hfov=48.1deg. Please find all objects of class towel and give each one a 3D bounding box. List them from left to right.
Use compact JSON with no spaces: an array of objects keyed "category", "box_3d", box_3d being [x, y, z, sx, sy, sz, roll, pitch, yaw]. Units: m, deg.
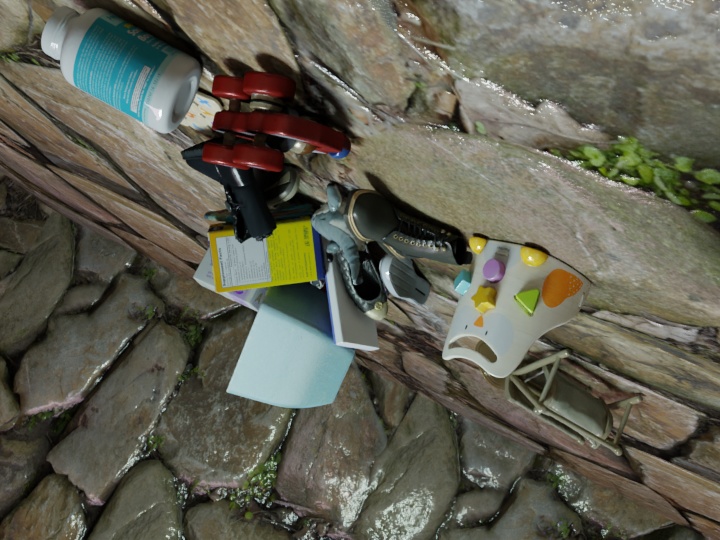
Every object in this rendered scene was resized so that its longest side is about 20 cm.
[{"category":"towel","box_3d":[-0.194,-0.110,1.505,0.145,0.022,0.199,-12,-168,-30]}]

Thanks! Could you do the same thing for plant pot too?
[{"category":"plant pot","box_3d":[-0.114,0.145,1.527,0.197,0.198,0.197,24,-160,-5]}]

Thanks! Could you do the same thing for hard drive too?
[{"category":"hard drive","box_3d":[-0.020,0.041,1.487,0.025,0.204,0.131,-17,162,27]}]

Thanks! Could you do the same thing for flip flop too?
[{"category":"flip flop","box_3d":[-0.151,-0.139,1.387,0.057,0.083,0.199,18,170,-34]}]

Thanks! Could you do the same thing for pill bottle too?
[{"category":"pill bottle","box_3d":[-0.324,-0.278,1.087,0.198,0.112,0.111,28,168,-1]}]

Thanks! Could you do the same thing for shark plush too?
[{"category":"shark plush","box_3d":[-0.023,-0.043,1.285,0.091,0.083,0.201,32,-156,-50]}]

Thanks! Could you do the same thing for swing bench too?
[{"category":"swing bench","box_3d":[0.410,0.255,1.605,0.197,0.131,0.200,30,168,-13]}]

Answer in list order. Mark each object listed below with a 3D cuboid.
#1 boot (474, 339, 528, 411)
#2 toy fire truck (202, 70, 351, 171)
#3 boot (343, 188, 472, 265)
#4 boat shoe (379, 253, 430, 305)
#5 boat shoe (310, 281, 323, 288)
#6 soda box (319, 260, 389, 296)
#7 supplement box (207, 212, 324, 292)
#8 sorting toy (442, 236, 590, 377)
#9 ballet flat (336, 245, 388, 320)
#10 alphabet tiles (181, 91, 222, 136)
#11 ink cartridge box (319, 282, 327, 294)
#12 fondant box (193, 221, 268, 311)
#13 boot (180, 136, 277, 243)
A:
[{"category":"boot","box_3d":[0.323,0.212,1.767,0.199,0.077,0.155,41,-168,-3]},{"category":"toy fire truck","box_3d":[-0.103,-0.182,1.053,0.166,0.114,0.199,6,-176,-39]},{"category":"boot","box_3d":[0.075,-0.063,1.206,0.137,0.079,0.199,14,176,34]},{"category":"boat shoe","box_3d":[0.067,0.018,1.516,0.066,0.074,0.200,18,165,29]},{"category":"boat shoe","box_3d":[-0.112,0.010,1.909,0.198,0.063,0.075,32,165,-20]},{"category":"soda box","box_3d":[-0.030,-0.001,1.610,0.198,0.064,0.069,27,124,9]},{"category":"supplement box","box_3d":[-0.170,-0.035,1.458,0.196,0.111,0.110,-7,-169,-7]},{"category":"sorting toy","box_3d":[0.194,0.059,1.154,0.198,0.182,0.106,13,162,48]},{"category":"ballet flat","box_3d":[0.000,0.000,1.436,0.057,0.066,0.203,7,124,64]},{"category":"alphabet tiles","box_3d":[-0.290,-0.273,1.260,0.193,0.015,0.200,23,167,11]},{"category":"ink cartridge box","box_3d":[-0.019,0.061,1.677,0.115,0.068,0.200,26,-159,8]},{"category":"fondant box","box_3d":[-0.227,-0.038,1.637,0.142,0.202,0.058,22,167,21]},{"category":"boot","box_3d":[-0.219,-0.131,1.337,0.199,0.076,0.171,11,122,55]}]
